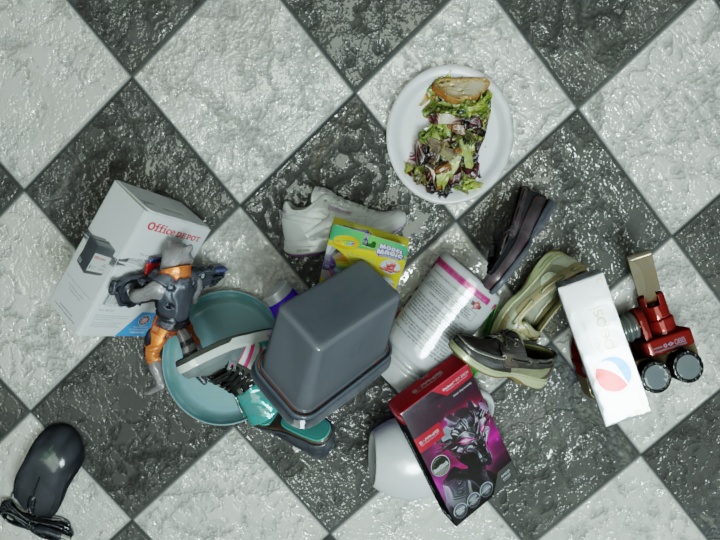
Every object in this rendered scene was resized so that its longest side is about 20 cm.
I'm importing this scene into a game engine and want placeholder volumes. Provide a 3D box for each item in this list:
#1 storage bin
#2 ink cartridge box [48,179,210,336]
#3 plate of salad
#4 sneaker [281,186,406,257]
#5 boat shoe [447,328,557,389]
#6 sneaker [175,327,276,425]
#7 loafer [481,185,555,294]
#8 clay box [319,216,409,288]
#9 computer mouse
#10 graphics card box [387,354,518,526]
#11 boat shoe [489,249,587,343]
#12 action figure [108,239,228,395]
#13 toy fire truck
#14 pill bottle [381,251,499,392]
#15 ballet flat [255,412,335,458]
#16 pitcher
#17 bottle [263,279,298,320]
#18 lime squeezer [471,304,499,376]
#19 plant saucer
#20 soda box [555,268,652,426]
[{"bbox_3d":[-0.042,0.077,0.789,0.145,0.197,0.137,42,137,23],"label":"storage bin"},{"bbox_3d":[-0.333,-0.011,0.869,0.083,0.144,0.203,36,98,22],"label":"ink cartridge box"},{"bbox_3d":[0.135,-0.202,0.890,0.193,0.048,0.208,0,99,0],"label":"plate of salad"},{"bbox_3d":[-0.027,-0.080,0.897,0.193,0.075,0.103,-9,100,2],"label":"sneaker"},{"bbox_3d":[0.209,0.116,0.859,0.196,0.073,0.066,19,109,-36],"label":"boat shoe"},{"bbox_3d":[-0.167,0.157,0.827,0.082,0.198,0.124,-23,82,27],"label":"sneaker"},{"bbox_3d":[0.219,-0.049,0.870,0.062,0.072,0.201,38,57,5],"label":"loafer"},{"bbox_3d":[0.000,0.000,0.863,0.111,0.049,0.202,16,141,-1],"label":"clay box"},{"bbox_3d":[-0.522,0.356,0.983,0.135,0.053,0.205,23,99,-2],"label":"computer mouse"},{"bbox_3d":[0.135,0.243,0.854,0.123,0.051,0.204,-30,106,-16],"label":"graphics card box"},{"bbox_3d":[0.268,0.066,0.913,0.073,0.063,0.203,33,94,-38],"label":"boat shoe"},{"bbox_3d":[-0.245,0.052,0.851,0.102,0.198,0.200,13,112,35],"label":"action figure"},{"bbox_3d":[0.406,0.084,0.905,0.171,0.129,0.206,-18,87,4],"label":"toy fire truck"},{"bbox_3d":[0.110,0.085,0.903,0.112,0.113,0.202,36,97,-5],"label":"pill bottle"},{"bbox_3d":[-0.123,0.239,0.942,0.195,0.073,0.075,20,101,25],"label":"ballet flat"},{"bbox_3d":[0.114,0.268,0.931,0.193,0.121,0.178,1,101,-8],"label":"pitcher"},{"bbox_3d":[-0.074,0.109,0.912,0.064,0.084,0.203,-23,108,34],"label":"bottle"},{"bbox_3d":[0.170,0.148,0.926,0.037,0.071,0.201,31,71,22],"label":"lime squeezer"},{"bbox_3d":[-0.210,0.135,0.932,0.193,0.027,0.208,0,80,-1],"label":"plant saucer"},{"bbox_3d":[0.341,0.107,0.840,0.066,0.064,0.206,-20,89,17],"label":"soda box"}]
